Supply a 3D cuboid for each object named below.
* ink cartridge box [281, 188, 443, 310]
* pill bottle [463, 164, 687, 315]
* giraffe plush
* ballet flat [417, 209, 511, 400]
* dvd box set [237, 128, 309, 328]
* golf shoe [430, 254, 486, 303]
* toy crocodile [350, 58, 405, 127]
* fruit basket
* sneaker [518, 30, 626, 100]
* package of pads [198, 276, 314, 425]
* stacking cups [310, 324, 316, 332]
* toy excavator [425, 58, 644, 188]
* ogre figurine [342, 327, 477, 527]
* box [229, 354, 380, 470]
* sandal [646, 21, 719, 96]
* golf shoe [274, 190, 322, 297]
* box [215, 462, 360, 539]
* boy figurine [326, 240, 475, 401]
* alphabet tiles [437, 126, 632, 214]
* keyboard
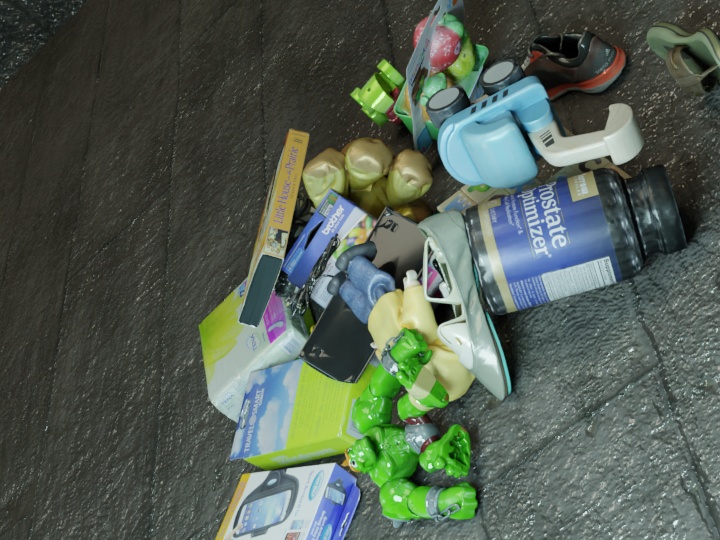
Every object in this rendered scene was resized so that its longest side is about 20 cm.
[{"bbox_3d":[0.000,0.000,1.724,0.200,0.042,0.120,36,96,27],"label":"ink cartridge box"},{"bbox_3d":[0.209,-0.035,1.454,0.199,0.112,0.112,-17,37,10],"label":"pill bottle"},{"bbox_3d":[0.013,-0.097,1.866,0.163,0.171,0.201,-79,3,-58],"label":"giraffe plush"},{"bbox_3d":[0.100,0.039,1.527,0.063,0.201,0.067,-13,-6,-7],"label":"ballet flat"},{"bbox_3d":[-0.105,-0.051,1.812,0.147,0.029,0.201,114,169,-51],"label":"dvd box set"},{"bbox_3d":[0.120,-0.040,1.640,0.094,0.078,0.201,-12,37,10],"label":"golf shoe"},{"bbox_3d":[0.037,-0.224,1.968,0.068,0.062,0.200,-45,-12,4],"label":"toy crocodile"},{"bbox_3d":[0.104,-0.257,1.858,0.200,0.093,0.186,87,-156,-61],"label":"fruit basket"},{"bbox_3d":[0.224,-0.252,1.772,0.199,0.082,0.077,-7,50,53],"label":"sneaker"},{"bbox_3d":[-0.134,0.088,1.917,0.154,0.068,0.200,-44,28,13],"label":"package of pads"},{"bbox_3d":[0.030,0.026,1.756,0.200,0.060,0.061,-42,29,15],"label":"stacking cups"},{"bbox_3d":[0.178,-0.135,1.532,0.193,0.100,0.200,-26,32,8],"label":"toy excavator"},{"bbox_3d":[0.049,0.174,1.513,0.098,0.201,0.120,-17,-20,-50],"label":"ogre figurine"},{"bbox_3d":[-0.064,0.160,1.736,0.199,0.048,0.123,-19,50,45],"label":"box"},{"bbox_3d":[0.346,-0.210,1.550,0.057,0.080,0.201,-45,19,1],"label":"sandal"},{"bbox_3d":[-0.062,-0.030,1.915,0.201,0.094,0.078,-82,16,-53],"label":"golf shoe"},{"bbox_3d":[-0.083,0.277,1.649,0.199,0.041,0.120,-18,42,50],"label":"box"},{"bbox_3d":[0.048,0.055,1.592,0.200,0.064,0.125,44,137,27],"label":"boy figurine"},{"bbox_3d":[0.200,-0.065,1.566,0.167,0.008,0.200,-37,47,-10],"label":"alphabet tiles"},{"bbox_3d":[-0.008,0.020,1.683,0.127,0.021,0.201,29,85,21],"label":"keyboard"}]
